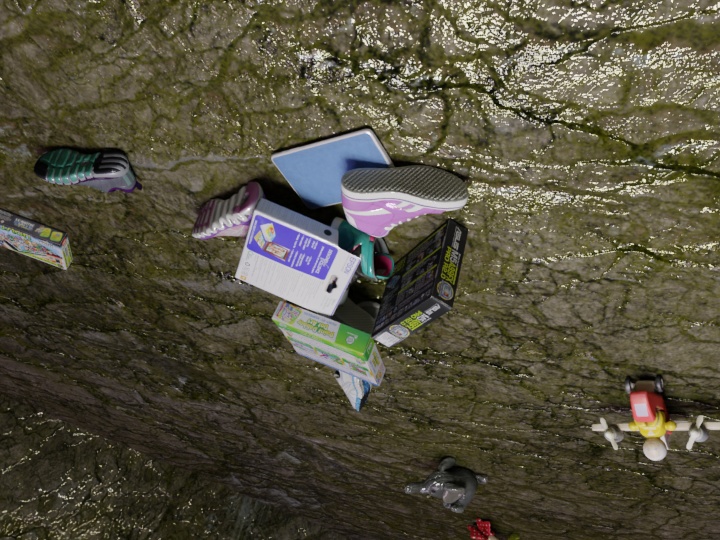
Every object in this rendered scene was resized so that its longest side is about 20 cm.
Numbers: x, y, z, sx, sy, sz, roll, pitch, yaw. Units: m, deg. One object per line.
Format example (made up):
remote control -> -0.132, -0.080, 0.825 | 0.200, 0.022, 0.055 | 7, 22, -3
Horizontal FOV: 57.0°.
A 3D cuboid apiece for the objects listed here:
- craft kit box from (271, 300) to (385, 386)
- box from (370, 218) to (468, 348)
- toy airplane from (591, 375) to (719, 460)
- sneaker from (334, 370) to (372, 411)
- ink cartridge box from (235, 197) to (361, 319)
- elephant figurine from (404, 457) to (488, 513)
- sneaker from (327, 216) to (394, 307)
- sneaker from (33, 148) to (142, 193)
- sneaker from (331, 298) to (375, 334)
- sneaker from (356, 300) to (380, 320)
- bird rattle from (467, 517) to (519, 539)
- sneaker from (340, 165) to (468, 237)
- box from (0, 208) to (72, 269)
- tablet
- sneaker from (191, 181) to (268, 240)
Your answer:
craft kit box -> -0.057, 0.146, 1.301 | 0.196, 0.049, 0.198 | 19, 161, 18
box -> 0.100, 0.026, 1.143 | 0.044, 0.162, 0.200 | 29, 144, -15
toy airplane -> 0.597, 0.321, 1.345 | 0.195, 0.143, 0.201 | 18, 146, -2
sneaker -> -0.022, 0.274, 1.643 | 0.085, 0.076, 0.202 | 18, 142, 18
ink cartridge box -> -0.111, -0.015, 1.170 | 0.197, 0.044, 0.199 | 25, 139, -4
elephant figurine -> 0.249, 0.621, 1.927 | 0.140, 0.157, 0.200 | 18, 163, 42
sneaker -> 0.000, 0.000, 1.213 | 0.118, 0.084, 0.203 | 16, 135, 13
sneaker -> -0.506, -0.171, 1.227 | 0.195, 0.076, 0.088 | 5, 149, 17
sneaker -> -0.057, 0.084, 1.327 | 0.200, 0.074, 0.082 | 44, 140, 9
sneaker -> -0.009, 0.120, 1.395 | 0.197, 0.083, 0.075 | -10, 139, 36
bird rattle -> 0.452, 0.954, 2.350 | 0.197, 0.114, 0.163 | 27, 162, -9
sneaker -> 0.069, -0.102, 1.044 | 0.196, 0.074, 0.115 | 6, 141, 8
box -> -0.762, -0.077, 1.508 | 0.196, 0.035, 0.111 | 20, 146, -3
tablet -> -0.038, -0.161, 1.075 | 0.196, 0.014, 0.131 | -8, 138, 32
sneaker -> -0.227, -0.089, 1.212 | 0.197, 0.082, 0.088 | -15, 143, 37
